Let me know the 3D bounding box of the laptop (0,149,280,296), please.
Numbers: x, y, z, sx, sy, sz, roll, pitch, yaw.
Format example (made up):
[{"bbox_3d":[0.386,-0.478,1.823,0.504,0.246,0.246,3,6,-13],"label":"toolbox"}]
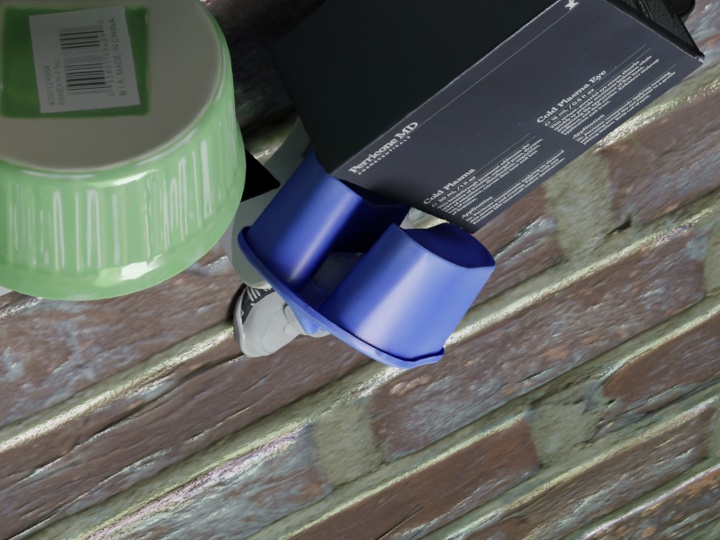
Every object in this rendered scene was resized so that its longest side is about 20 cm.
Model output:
[{"bbox_3d":[-0.163,-0.018,1.612,0.186,0.116,0.200,-22,155,-15],"label":"laptop"}]

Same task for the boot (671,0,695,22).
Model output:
[{"bbox_3d":[0.175,-0.220,1.639,0.210,0.080,0.158,-21,159,-31],"label":"boot"}]

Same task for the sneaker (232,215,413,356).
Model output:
[{"bbox_3d":[-0.017,0.031,1.867,0.075,0.115,0.200,3,140,-50],"label":"sneaker"}]

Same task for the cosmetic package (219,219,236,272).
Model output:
[{"bbox_3d":[-0.010,-0.070,1.760,0.200,0.051,0.082,-40,153,21],"label":"cosmetic package"}]

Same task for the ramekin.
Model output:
[{"bbox_3d":[-0.164,-0.091,1.382,0.199,0.200,0.098,-20,147,-19],"label":"ramekin"}]

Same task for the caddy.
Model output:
[{"bbox_3d":[0.000,0.000,1.544,0.105,0.141,0.200,-54,167,11],"label":"caddy"}]

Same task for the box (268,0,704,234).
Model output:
[{"bbox_3d":[0.081,-0.135,1.497,0.200,0.104,0.182,-36,153,20],"label":"box"}]

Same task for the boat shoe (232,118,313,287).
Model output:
[{"bbox_3d":[-0.018,-0.072,1.666,0.071,0.070,0.201,5,122,-50],"label":"boat shoe"}]
